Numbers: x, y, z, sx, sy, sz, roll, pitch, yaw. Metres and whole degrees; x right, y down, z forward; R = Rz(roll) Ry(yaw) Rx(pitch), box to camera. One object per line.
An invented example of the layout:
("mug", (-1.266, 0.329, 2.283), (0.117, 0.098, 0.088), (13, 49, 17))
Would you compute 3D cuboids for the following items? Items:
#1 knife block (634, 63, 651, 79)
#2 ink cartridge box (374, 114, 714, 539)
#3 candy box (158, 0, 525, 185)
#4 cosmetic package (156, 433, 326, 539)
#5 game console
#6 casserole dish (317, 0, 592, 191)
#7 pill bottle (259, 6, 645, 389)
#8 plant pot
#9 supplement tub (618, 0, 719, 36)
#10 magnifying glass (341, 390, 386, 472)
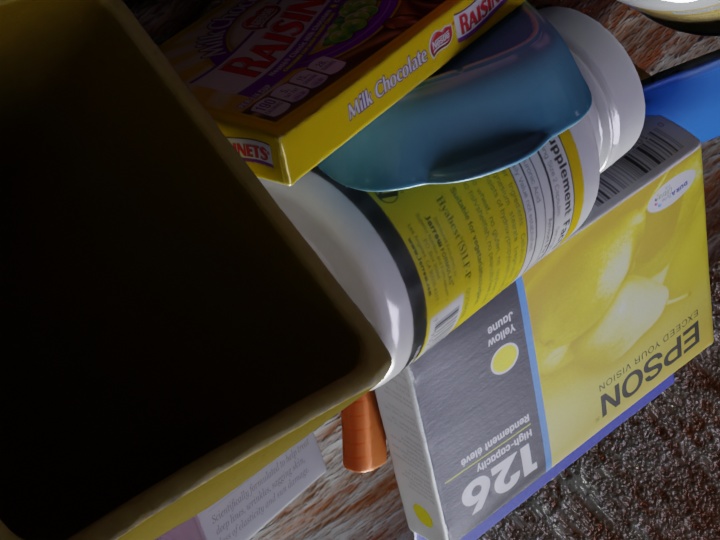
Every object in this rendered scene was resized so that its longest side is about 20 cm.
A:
("knife block", (0.165, -0.081, 1.341), (0.064, 0.200, 0.176), (-46, 139, -1))
("ink cartridge box", (0.100, 0.050, 1.065), (0.197, 0.047, 0.201), (-35, 134, -22))
("candy box", (-0.008, -0.100, 0.844), (0.200, 0.102, 0.027), (-41, 130, -39))
("cosmetic package", (-0.127, 0.103, 1.042), (0.199, 0.074, 0.102), (-8, -161, 39))
("game console", (0.124, -0.112, 1.130), (0.119, 0.170, 0.200), (-51, 167, 2))
("casserole dish", (0.019, -0.096, 0.892), (0.120, 0.200, 0.039), (-20, 120, -11))
("pill bottle", (0.039, -0.041, 0.941), (0.200, 0.111, 0.111), (-36, 166, -34))
("plant pot", (-0.151, 0.041, 0.750), (0.195, 0.195, 0.200), (-28, 167, -48))
("supplement tub", (0.163, -0.195, 1.011), (0.145, 0.146, 0.200), (-46, 168, 14))
("magnifying glass", (0.000, 0.000, 1.012), (0.079, 0.022, 0.202), (-22, 117, -53))
